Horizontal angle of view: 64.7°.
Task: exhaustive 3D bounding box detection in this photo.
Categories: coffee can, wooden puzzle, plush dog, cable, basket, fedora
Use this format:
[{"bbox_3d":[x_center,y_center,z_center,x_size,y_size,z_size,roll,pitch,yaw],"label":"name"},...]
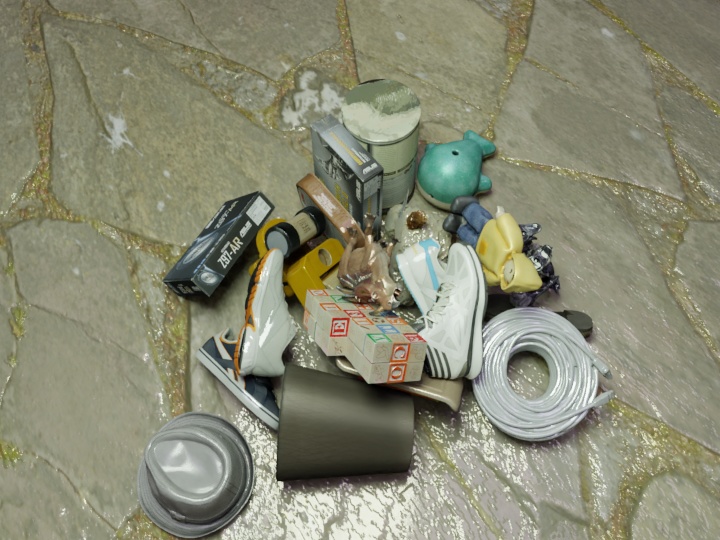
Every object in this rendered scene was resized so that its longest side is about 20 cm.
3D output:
[{"bbox_3d":[0.039,-0.227,1.068,0.141,0.202,0.151,-1,59,1],"label":"coffee can"},{"bbox_3d":[0.070,0.148,0.900,0.194,0.038,0.185,20,18,10],"label":"wooden puzzle"},{"bbox_3d":[0.140,-0.043,1.008,0.166,0.161,0.206,13,58,-17],"label":"plush dog"},{"bbox_3d":[0.269,0.161,0.896,0.197,0.069,0.203,-33,75,-1],"label":"cable"},{"bbox_3d":[-0.023,0.233,0.851,0.192,0.187,0.137,4,19,-3],"label":"basket"},{"bbox_3d":[-0.258,0.296,0.855,0.196,0.091,0.179,26,65,16],"label":"fedora"}]

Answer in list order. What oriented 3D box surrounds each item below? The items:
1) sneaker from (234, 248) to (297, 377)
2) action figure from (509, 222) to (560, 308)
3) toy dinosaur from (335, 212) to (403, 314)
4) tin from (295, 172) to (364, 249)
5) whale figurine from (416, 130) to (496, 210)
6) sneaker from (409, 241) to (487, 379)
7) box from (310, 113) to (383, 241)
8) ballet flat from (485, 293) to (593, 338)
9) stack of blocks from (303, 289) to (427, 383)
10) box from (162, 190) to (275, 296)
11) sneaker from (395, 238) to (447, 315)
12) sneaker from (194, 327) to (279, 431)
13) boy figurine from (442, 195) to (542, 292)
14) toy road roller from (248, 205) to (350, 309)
[{"bbox_3d":[-0.139,0.070,0.905,0.089,0.075,0.207,15,79,-22],"label":"sneaker"},{"bbox_3d":[0.278,-0.008,0.958,0.100,0.200,0.122,-29,67,11],"label":"action figure"},{"bbox_3d":[0.000,0.000,0.897,0.084,0.199,0.139,26,76,-18],"label":"toy dinosaur"},{"bbox_3d":[-0.054,-0.095,1.051,0.041,0.113,0.201,-33,64,-16],"label":"tin"},{"bbox_3d":[0.194,-0.214,1.109,0.157,0.105,0.200,36,63,17],"label":"whale figurine"},{"bbox_3d":[0.123,0.058,0.841,0.112,0.075,0.208,1,85,-22],"label":"sneaker"},{"bbox_3d":[-0.024,-0.154,1.031,0.048,0.202,0.159,-32,64,-19],"label":"box"},{"bbox_3d":[0.296,0.085,0.976,0.193,0.047,0.068,10,42,12],"label":"ballet flat"},{"bbox_3d":[0.000,0.091,0.838,0.112,0.061,0.199,2,18,-26],"label":"stack of blocks"},{"bbox_3d":[-0.254,-0.046,1.018,0.158,0.044,0.203,-3,49,54],"label":"box"},{"bbox_3d":[0.134,0.045,0.929,0.079,0.203,0.077,-29,20,9],"label":"sneaker"},{"bbox_3d":[-0.184,0.170,0.929,0.198,0.079,0.080,38,74,22],"label":"sneaker"},{"bbox_3d":[0.200,-0.028,0.869,0.063,0.127,0.202,5,36,-30],"label":"boy figurine"},{"bbox_3d":[-0.106,0.001,0.999,0.203,0.145,0.123,55,37,-3],"label":"toy road roller"}]
